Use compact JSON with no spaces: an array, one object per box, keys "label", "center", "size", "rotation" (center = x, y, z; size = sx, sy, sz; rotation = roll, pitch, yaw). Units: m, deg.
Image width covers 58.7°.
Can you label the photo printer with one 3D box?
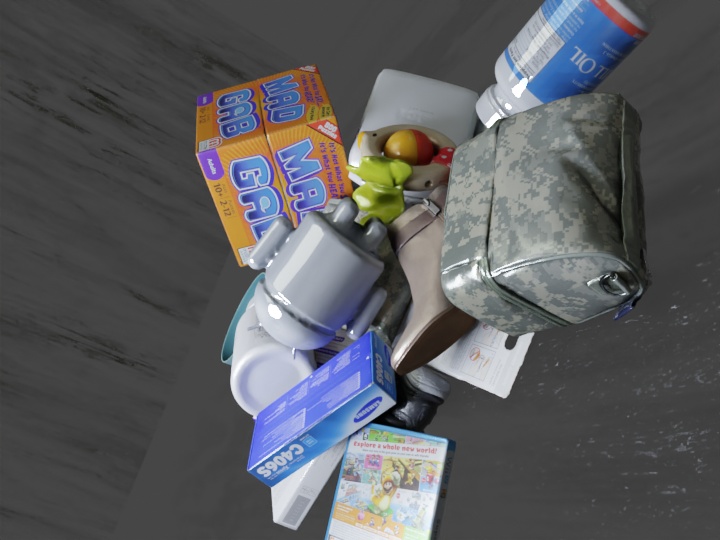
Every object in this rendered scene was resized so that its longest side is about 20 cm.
[{"label":"photo printer","center":[0.077,-0.188,0.928],"size":[0.070,0.165,0.202],"rotation":[97,-170,-62]}]

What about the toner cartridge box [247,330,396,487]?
[{"label":"toner cartridge box","center":[-0.047,0.165,0.758],"size":[0.199,0.043,0.095],"rotation":[-38,26,20]}]

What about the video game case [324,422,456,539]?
[{"label":"video game case","center":[0.022,0.267,0.666],"size":[0.142,0.018,0.202],"rotation":[-3,68,47]}]

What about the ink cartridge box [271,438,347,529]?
[{"label":"ink cartridge box","center":[-0.079,0.265,1.003],"size":[0.201,0.044,0.176],"rotation":[-59,20,11]}]

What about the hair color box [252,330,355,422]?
[{"label":"hair color box","center":[-0.052,0.163,0.923],"size":[0.200,0.065,0.109],"rotation":[-51,25,-21]}]

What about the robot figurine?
[{"label":"robot figurine","center":[-0.049,0.011,0.758],"size":[0.201,0.169,0.113],"rotation":[-53,5,7]}]

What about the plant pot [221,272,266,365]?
[{"label":"plant pot","center":[-0.187,0.124,1.340],"size":[0.201,0.134,0.201],"rotation":[-52,22,30]}]

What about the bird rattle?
[{"label":"bird rattle","center":[0.075,-0.141,0.811],"size":[0.113,0.198,0.164],"rotation":[84,168,-47]}]

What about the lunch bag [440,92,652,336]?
[{"label":"lunch bag","center":[0.177,-0.050,0.586],"size":[0.167,0.139,0.202],"rotation":[-27,43,50]}]

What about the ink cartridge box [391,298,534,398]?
[{"label":"ink cartridge box","center":[0.137,0.049,0.740],"size":[0.199,0.050,0.162],"rotation":[16,80,53]}]

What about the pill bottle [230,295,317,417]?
[{"label":"pill bottle","center":[-0.121,0.107,0.903],"size":[0.115,0.114,0.200],"rotation":[-58,18,16]}]

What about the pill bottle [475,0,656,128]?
[{"label":"pill bottle","center":[0.229,-0.243,0.747],"size":[0.200,0.111,0.113],"rotation":[-49,23,39]}]

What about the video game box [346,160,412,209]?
[{"label":"video game box","center":[0.010,-0.124,1.098],"size":[0.201,0.180,0.047],"rotation":[-85,-11,-49]}]

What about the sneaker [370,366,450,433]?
[{"label":"sneaker","center":[0.029,0.164,0.797],"size":[0.115,0.075,0.200],"rotation":[-64,21,-9]}]

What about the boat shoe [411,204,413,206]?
[{"label":"boat shoe","center":[0.103,-0.128,0.984],"size":[0.076,0.073,0.202],"rotation":[-35,33,62]}]

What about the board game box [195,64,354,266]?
[{"label":"board game box","center":[-0.127,-0.166,0.994],"size":[0.201,0.198,0.201],"rotation":[-107,2,-51]}]

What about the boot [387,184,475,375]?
[{"label":"boot","center":[0.077,0.000,0.719],"size":[0.200,0.070,0.146],"rotation":[-40,57,-3]}]

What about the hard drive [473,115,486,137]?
[{"label":"hard drive","center":[0.191,-0.180,0.898],"size":[0.202,0.026,0.132],"rotation":[-68,19,-11]}]

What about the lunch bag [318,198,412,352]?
[{"label":"lunch bag","center":[0.000,0.000,0.878],"size":[0.199,0.118,0.165],"rotation":[20,73,29]}]
